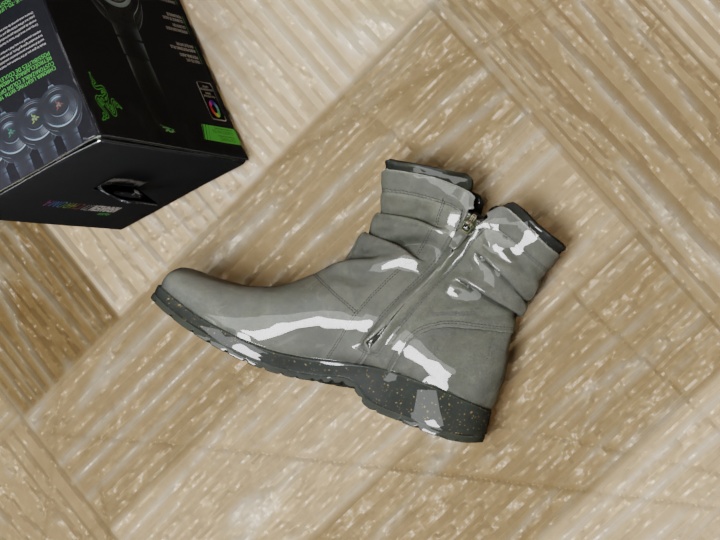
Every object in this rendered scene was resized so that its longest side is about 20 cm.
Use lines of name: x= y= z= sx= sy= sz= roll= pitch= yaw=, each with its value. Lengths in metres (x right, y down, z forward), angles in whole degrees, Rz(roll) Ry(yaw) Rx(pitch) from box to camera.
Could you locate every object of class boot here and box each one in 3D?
boot: x=0.000 y=0.000 z=1.153 sx=0.199 sy=0.068 sz=0.131 roll=20 pitch=91 yaw=12

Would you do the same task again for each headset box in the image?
headset box: x=-0.162 y=-0.119 z=1.151 sx=0.093 sy=0.174 sz=0.201 roll=-27 pitch=78 yaw=19
